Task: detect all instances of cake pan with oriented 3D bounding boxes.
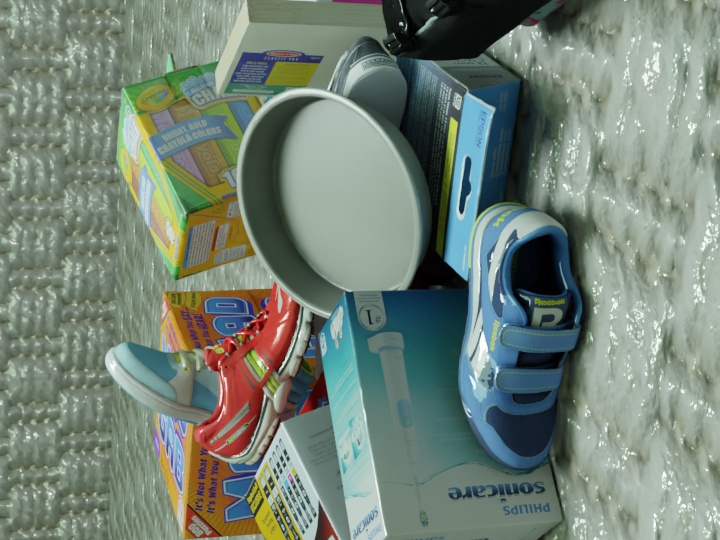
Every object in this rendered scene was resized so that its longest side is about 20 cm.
[{"bbox_3d":[-0.020,-0.057,1.115,0.200,0.037,0.201,17,118,35],"label":"cake pan"}]

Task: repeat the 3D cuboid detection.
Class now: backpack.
[{"bbox_3d":[0.082,-0.268,0.953,0.177,0.150,0.201,149,111,-66],"label":"backpack"}]

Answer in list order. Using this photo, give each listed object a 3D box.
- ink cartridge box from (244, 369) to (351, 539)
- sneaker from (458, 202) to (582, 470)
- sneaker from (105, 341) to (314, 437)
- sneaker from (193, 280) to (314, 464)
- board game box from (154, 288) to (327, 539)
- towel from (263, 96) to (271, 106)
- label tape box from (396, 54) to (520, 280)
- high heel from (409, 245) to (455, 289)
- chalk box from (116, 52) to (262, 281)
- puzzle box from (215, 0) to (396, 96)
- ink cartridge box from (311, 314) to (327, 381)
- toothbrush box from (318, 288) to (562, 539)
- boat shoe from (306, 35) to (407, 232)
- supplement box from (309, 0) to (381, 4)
[{"bbox_3d":[-0.037,0.194,1.202,0.176,0.084,0.200,61,154,19],"label":"ink cartridge box"},{"bbox_3d":[0.120,0.050,0.985,0.082,0.074,0.201,-177,84,-67],"label":"sneaker"},{"bbox_3d":[-0.134,0.084,1.287,0.131,0.199,0.080,-56,28,15],"label":"sneaker"},{"bbox_3d":[-0.098,0.076,1.209,0.077,0.085,0.201,-159,88,-79],"label":"sneaker"},{"bbox_3d":[-0.111,0.152,1.483,0.200,0.199,0.201,-126,39,-60],"label":"board game box"},{"bbox_3d":[-0.047,-0.151,1.364,0.022,0.146,0.200,66,157,14],"label":"towel"},{"bbox_3d":[0.084,-0.097,1.098,0.200,0.066,0.144,-129,40,-59],"label":"label tape box"},{"bbox_3d":[0.044,0.063,1.174,0.067,0.096,0.201,120,144,-57],"label":"high heel"},{"bbox_3d":[-0.160,-0.117,1.296,0.200,0.123,0.125,60,156,24],"label":"chalk box"},{"bbox_3d":[-0.020,-0.195,1.191,0.133,0.199,0.026,133,133,-63],"label":"puzzle box"},{"bbox_3d":[0.000,0.000,1.270,0.068,0.115,0.201,-171,81,-72],"label":"ink cartridge box"},{"bbox_3d":[0.059,0.121,1.056,0.085,0.146,0.201,121,143,-57],"label":"toothbrush box"},{"bbox_3d":[-0.011,-0.109,1.171,0.068,0.071,0.201,-113,28,-47],"label":"boat shoe"},{"bbox_3d":[-0.029,-0.263,1.367,0.200,0.101,0.104,175,94,-72],"label":"supplement box"}]
